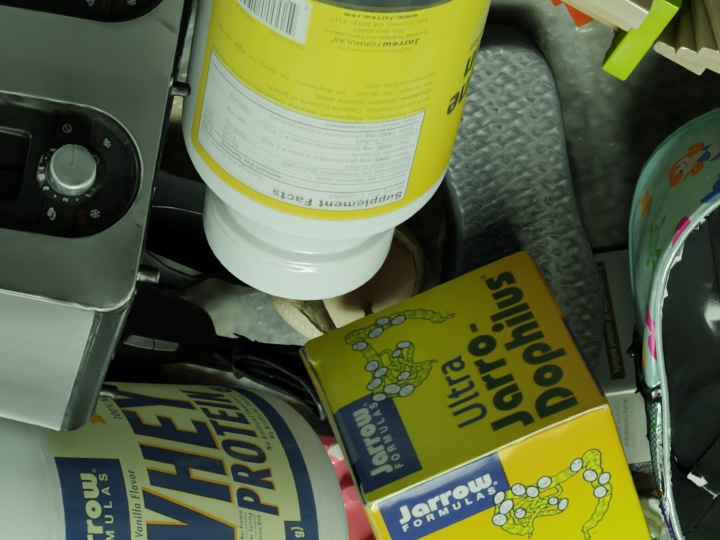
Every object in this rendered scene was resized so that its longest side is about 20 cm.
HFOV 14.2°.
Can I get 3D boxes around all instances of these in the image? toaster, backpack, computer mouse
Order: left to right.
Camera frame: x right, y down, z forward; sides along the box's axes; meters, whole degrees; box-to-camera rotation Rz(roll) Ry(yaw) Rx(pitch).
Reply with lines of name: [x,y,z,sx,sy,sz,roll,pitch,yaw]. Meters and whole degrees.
toaster: [-0.130,-0.049,1.084,0.118,0.182,0.200,12,160,-7]
computer mouse: [-0.082,0.034,1.256,0.140,0.046,0.200,13,171,25]
backpack: [0.199,0.018,1.229,0.176,0.151,0.201,-11,123,2]

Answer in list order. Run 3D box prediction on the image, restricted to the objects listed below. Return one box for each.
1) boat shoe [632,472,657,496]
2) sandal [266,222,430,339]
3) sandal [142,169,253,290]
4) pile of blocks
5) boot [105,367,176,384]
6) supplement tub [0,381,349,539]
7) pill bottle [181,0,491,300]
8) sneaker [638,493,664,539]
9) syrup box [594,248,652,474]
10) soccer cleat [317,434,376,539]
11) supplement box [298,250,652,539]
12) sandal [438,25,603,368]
boat shoe: [0.116,0.085,1.442,0.199,0.072,0.076,-25,130,22]
sandal: [-0.006,0.001,1.296,0.077,0.070,0.212,-7,144,-2]
sandal: [-0.119,-0.024,1.243,0.199,0.043,0.076,20,162,-25]
pile of blocks: [0.149,-0.098,1.183,0.199,0.083,0.062,9,140,-23]
boot: [-0.143,0.152,1.306,0.167,0.202,0.076,-15,-177,-36]
supplement tub: [-0.121,0.117,1.189,0.199,0.146,0.145,4,144,-36]
pill bottle: [-0.011,-0.084,1.135,0.111,0.113,0.201,0,139,-12]
sneaker: [0.115,0.168,1.420,0.076,0.089,0.200,-4,154,7]
syrup box: [0.149,0.041,1.372,0.198,0.082,0.079,-8,145,1]
soccer cleat: [-0.042,0.110,1.440,0.199,0.067,0.076,25,158,-28]
supplement box: [0.064,0.112,1.247,0.109,0.109,0.201,-23,130,-2]
sandal: [0.065,-0.017,1.269,0.076,0.043,0.201,-9,120,-10]
